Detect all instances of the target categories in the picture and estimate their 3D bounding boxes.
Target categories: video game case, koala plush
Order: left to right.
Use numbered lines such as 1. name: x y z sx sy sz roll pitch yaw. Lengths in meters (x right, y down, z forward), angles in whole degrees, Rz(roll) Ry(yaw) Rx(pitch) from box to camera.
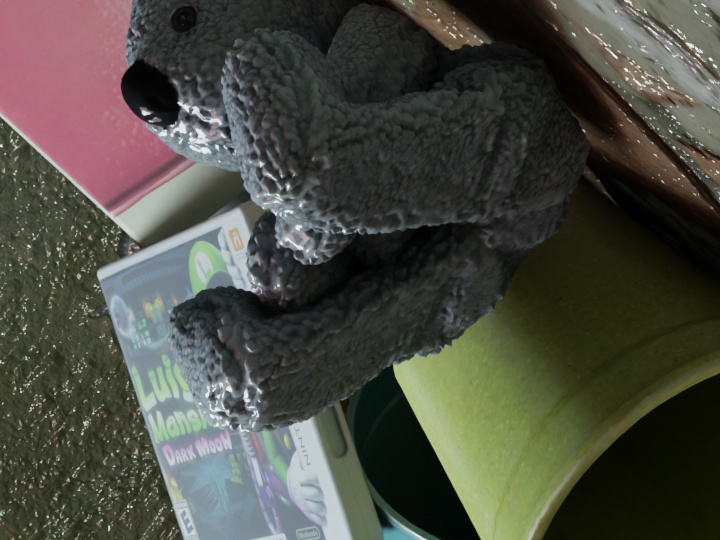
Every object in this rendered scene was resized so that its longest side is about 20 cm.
1. video game case: -0.068 0.067 1.440 0.200 0.023 0.183 -20 88 62
2. koala plush: -0.027 -0.070 1.148 0.200 0.183 0.178 47 140 32

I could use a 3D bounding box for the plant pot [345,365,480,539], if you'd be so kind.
1. plant pot: 0.093 0.149 1.459 0.200 0.200 0.189 36 144 36

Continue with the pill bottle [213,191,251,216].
1. pill bottle: 0.000 0.000 1.591 0.199 0.109 0.109 32 176 -8

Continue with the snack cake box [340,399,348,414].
1. snack cake box: -0.022 0.151 1.563 0.115 0.067 0.201 27 -139 -58

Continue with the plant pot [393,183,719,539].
1. plant pot: 0.109 0.062 1.209 0.200 0.200 0.184 46 -176 -45

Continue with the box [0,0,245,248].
1. box: -0.140 -0.129 1.486 0.200 0.109 0.128 44 -161 -35
